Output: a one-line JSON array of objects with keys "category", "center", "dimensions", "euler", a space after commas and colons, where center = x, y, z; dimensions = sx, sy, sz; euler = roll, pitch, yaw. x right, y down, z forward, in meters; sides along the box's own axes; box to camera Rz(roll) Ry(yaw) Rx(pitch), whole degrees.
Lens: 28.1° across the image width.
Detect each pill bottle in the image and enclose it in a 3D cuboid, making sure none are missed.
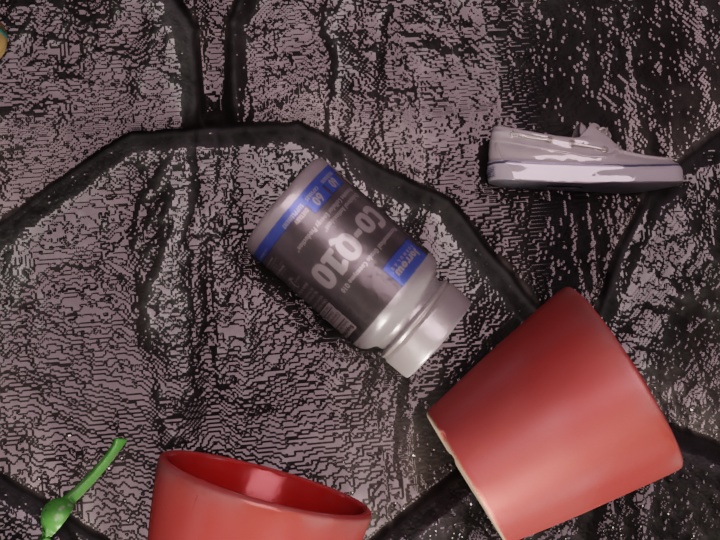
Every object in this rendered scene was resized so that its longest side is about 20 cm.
[{"category": "pill bottle", "center": [0.000, 0.000, 1.351], "dimensions": [0.200, 0.114, 0.114], "euler": [41, 77, 0]}]

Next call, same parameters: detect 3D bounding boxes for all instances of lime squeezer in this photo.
[{"category": "lime squeezer", "center": [-0.262, 0.252, 1.316], "dimensions": [0.070, 0.038, 0.203], "euler": [13, 76, -38]}]

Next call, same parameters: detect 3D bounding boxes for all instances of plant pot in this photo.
[{"category": "plant pot", "center": [0.169, 0.143, 1.320], "dimensions": [0.176, 0.200, 0.202], "euler": [-31, 86, -2]}, {"category": "plant pot", "center": [-0.106, 0.270, 1.251], "dimensions": [0.198, 0.200, 0.179], "euler": [16, 89, -5]}]

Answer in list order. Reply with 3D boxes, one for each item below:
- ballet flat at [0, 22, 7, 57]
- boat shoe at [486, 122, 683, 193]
[{"category": "ballet flat", "center": [-0.434, -0.220, 1.350], "dimensions": [0.197, 0.063, 0.070], "euler": [-10, 81, -9]}, {"category": "boat shoe", "center": [0.224, -0.114, 1.423], "dimensions": [0.197, 0.074, 0.066], "euler": [2, 84, -9]}]
